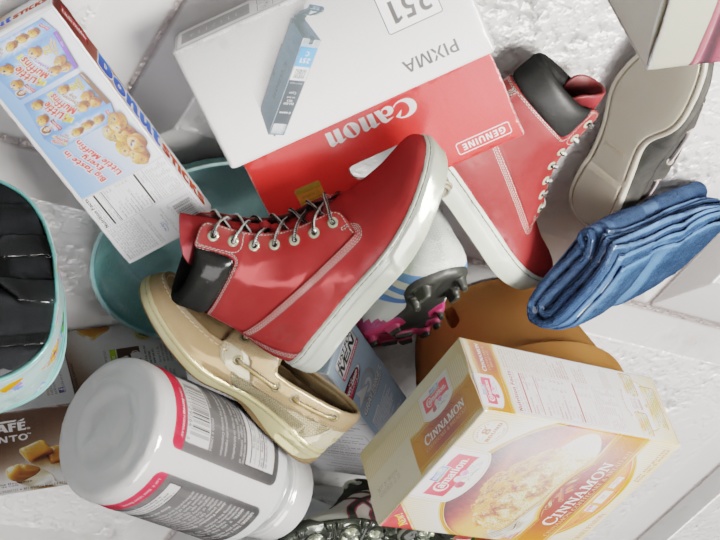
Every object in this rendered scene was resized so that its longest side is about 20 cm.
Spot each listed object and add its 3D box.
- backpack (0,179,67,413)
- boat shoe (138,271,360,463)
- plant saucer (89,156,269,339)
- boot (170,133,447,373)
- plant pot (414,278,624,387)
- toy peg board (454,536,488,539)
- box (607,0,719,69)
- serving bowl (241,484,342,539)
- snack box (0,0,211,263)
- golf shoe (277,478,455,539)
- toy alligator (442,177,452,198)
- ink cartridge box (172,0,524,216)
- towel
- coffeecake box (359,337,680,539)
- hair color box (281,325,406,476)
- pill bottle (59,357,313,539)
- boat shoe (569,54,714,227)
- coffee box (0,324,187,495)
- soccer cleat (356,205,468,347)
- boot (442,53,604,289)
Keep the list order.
[{"bbox_3d":[-0.301,0.029,0.993,0.199,0.177,0.154,-13,157,-5],"label":"backpack"},{"bbox_3d":[-0.084,0.063,1.105,0.064,0.071,0.200,-39,112,18],"label":"boat shoe"},{"bbox_3d":[-0.112,-0.022,1.111,0.199,0.036,0.201,-11,140,-9],"label":"plant saucer"},{"bbox_3d":[-0.043,-0.033,0.997,0.144,0.073,0.200,29,112,-21],"label":"boot"},{"bbox_3d":[0.130,0.103,1.263,0.199,0.141,0.201,-11,139,-10],"label":"plant pot"},{"bbox_3d":[0.162,0.223,1.444,0.199,0.098,0.200,6,134,-27],"label":"toy peg board"},{"bbox_3d":[0.269,-0.222,0.956,0.199,0.128,0.109,-8,140,-11],"label":"box"},{"bbox_3d":[-0.019,0.248,1.364,0.199,0.200,0.066,9,96,-29],"label":"serving bowl"},{"bbox_3d":[-0.183,-0.093,0.979,0.072,0.024,0.200,-26,127,10],"label":"snack box"},{"bbox_3d":[-0.005,0.227,1.250,0.199,0.088,0.078,4,117,-43],"label":"golf shoe"},{"bbox_3d":[0.000,0.000,1.082,0.059,0.055,0.200,23,137,-32],"label":"toy alligator"},{"bbox_3d":[-0.002,-0.121,0.988,0.199,0.045,0.177,-24,117,7],"label":"ink cartridge box"},{"bbox_3d":[0.221,-0.009,1.172,0.200,0.049,0.112,-21,154,-48],"label":"towel"},{"bbox_3d":[0.125,0.143,1.141,0.199,0.073,0.154,13,132,-31],"label":"coffeecake box"},{"bbox_3d":[-0.025,0.109,1.241,0.098,0.061,0.200,3,149,27],"label":"hair color box"},{"bbox_3d":[-0.127,0.149,1.118,0.110,0.111,0.200,-36,141,20],"label":"pill bottle"},{"bbox_3d":[0.225,-0.114,1.122,0.057,0.067,0.200,-27,154,-39],"label":"boat shoe"},{"bbox_3d":[-0.246,0.114,1.179,0.199,0.080,0.115,-7,138,-15],"label":"coffee box"},{"bbox_3d":[0.037,0.004,1.180,0.069,0.087,0.200,-11,164,-21],"label":"soccer cleat"},{"bbox_3d":[0.141,-0.075,1.111,0.144,0.073,0.200,-30,135,11],"label":"boot"}]
